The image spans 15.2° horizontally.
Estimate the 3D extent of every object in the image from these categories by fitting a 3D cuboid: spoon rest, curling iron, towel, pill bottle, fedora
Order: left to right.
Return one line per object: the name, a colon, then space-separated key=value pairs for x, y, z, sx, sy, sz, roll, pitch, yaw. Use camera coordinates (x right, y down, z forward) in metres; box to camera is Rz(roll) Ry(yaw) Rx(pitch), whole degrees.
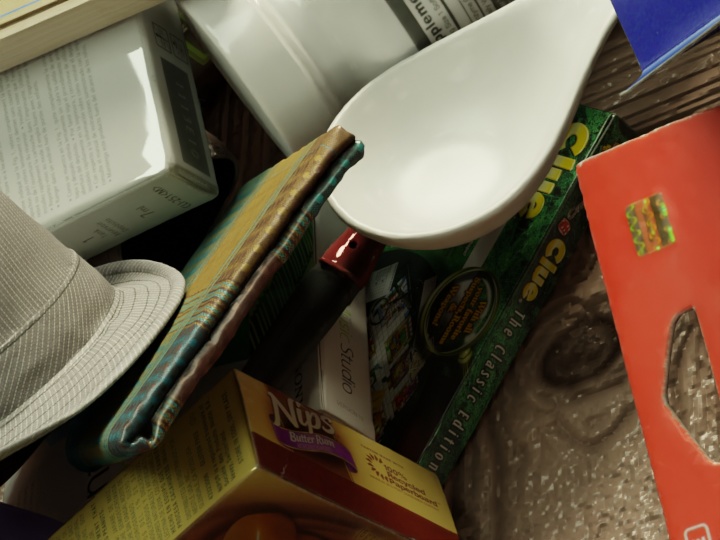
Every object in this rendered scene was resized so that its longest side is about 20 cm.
fedora: x=-0.175 y=0.022 z=1.054 sx=0.200 sy=0.090 sz=0.177 roll=-23 pitch=19 yaw=36
towel: x=-0.060 y=0.016 z=1.048 sx=0.147 sy=0.022 sz=0.200 roll=-56 pitch=7 yaw=-11
curling iron: x=0.000 y=0.000 z=1.084 sx=0.049 sy=0.026 sz=0.200 roll=18 pitch=55 yaw=44
pill bottle: x=0.027 y=-0.139 z=1.142 sx=0.200 sy=0.116 sz=0.116 roll=-38 pitch=41 yaw=-3
spoon rest: x=0.072 y=-0.077 z=1.072 sx=0.200 sy=0.061 sz=0.099 roll=-32 pitch=45 yaw=-13

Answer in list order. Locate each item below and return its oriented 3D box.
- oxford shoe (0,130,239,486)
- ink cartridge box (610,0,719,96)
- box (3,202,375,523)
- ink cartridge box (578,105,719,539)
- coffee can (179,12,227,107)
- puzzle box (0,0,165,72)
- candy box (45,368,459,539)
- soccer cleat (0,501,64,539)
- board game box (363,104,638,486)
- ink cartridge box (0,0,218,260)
oxford shoe: x=-0.125 y=0.018 z=1.170 sx=0.072 sy=0.071 sz=0.200 roll=21 pitch=77 yaw=52
ink cartridge box: x=0.157 y=-0.126 z=0.995 sx=0.099 sy=0.039 sz=0.200 roll=-36 pitch=-1 yaw=32
box: x=-0.078 y=0.061 z=1.161 sx=0.200 sy=0.036 sz=0.145 roll=-34 pitch=38 yaw=27
ink cartridge box: x=0.160 y=0.019 z=0.929 sx=0.173 sy=0.043 sz=0.201 roll=-23 pitch=71 yaw=30
coffee can: x=-0.068 y=-0.184 z=1.266 sx=0.200 sy=0.146 sz=0.147 roll=-44 pitch=41 yaw=10
puzzle box: x=-0.153 y=-0.151 z=1.152 sx=0.199 sy=0.025 sz=0.134 roll=-21 pitch=65 yaw=21
candy box: x=-0.070 y=0.137 z=1.048 sx=0.200 sy=0.116 sz=0.057 roll=-42 pitch=41 yaw=24
soccer cleat: x=-0.201 y=0.107 z=1.134 sx=0.199 sy=0.077 sz=0.067 roll=1 pitch=26 yaw=34
board game box: x=0.029 y=0.013 z=1.132 sx=0.105 sy=0.023 sz=0.201 roll=21 pitch=79 yaw=51
ink cartridge box: x=-0.161 y=-0.089 z=1.175 sx=0.173 sy=0.044 sz=0.201 roll=-24 pitch=63 yaw=22
